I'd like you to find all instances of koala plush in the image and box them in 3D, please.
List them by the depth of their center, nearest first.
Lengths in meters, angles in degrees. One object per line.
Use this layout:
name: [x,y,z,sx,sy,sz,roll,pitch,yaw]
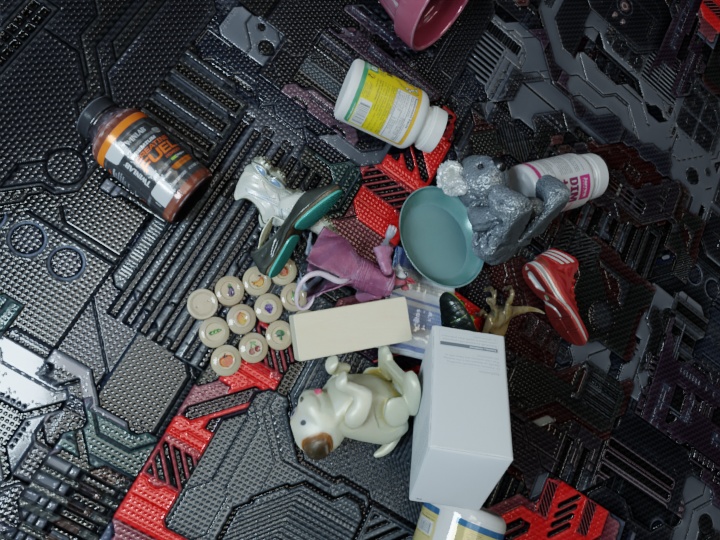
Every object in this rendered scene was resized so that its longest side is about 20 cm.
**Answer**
koala plush: [0.242,-0.136,0.973,0.175,0.185,0.201,-17,59,-33]

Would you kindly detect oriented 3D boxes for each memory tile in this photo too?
memory tile: [-0.179,0.074,0.883,0.197,0.017,0.156,-23,89,-20]

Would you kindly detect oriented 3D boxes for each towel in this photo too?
towel: [0.112,0.066,0.982,0.144,0.024,0.204,16,77,-17]

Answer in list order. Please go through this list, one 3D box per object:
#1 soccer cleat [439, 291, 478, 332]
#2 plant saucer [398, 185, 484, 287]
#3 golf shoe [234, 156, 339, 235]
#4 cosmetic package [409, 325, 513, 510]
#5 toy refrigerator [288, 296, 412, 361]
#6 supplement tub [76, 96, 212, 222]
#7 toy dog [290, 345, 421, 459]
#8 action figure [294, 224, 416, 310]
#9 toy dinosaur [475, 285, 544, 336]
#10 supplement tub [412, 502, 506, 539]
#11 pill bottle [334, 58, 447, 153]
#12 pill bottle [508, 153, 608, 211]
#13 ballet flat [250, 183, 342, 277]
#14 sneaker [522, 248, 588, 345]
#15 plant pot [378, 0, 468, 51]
soccer cleat: [0.177,0.140,0.956,0.080,0.067,0.204,-26,104,-26]
plant saucer: [0.151,-0.061,0.993,0.196,0.036,0.204,9,69,-25]
golf shoe: [-0.130,-0.104,0.911,0.199,0.078,0.098,39,97,-10]
cosmetic package: [0.151,0.234,0.818,0.120,0.201,0.203,9,48,3]
toy refrigerator: [-0.018,0.098,0.889,0.196,0.070,0.078,-9,86,-16]
supplement tub: [-0.340,-0.177,0.818,0.199,0.107,0.108,40,72,-9]
toy dog: [-0.022,0.232,0.866,0.196,0.140,0.197,-10,121,-22]
action figure: [0.000,0.000,0.869,0.196,0.150,0.136,15,117,-3]
toy dinosaur: [0.280,0.083,1.031,0.198,0.058,0.103,-24,107,-33]
supplement tub: [0.149,0.488,0.865,0.143,0.144,0.203,25,75,-13]
pill bottle: [0.059,-0.299,0.971,0.197,0.113,0.115,21,76,-14]
pill bottle: [0.403,-0.177,1.070,0.196,0.113,0.116,-16,87,-20]
ballet flat: [-0.115,-0.079,0.849,0.068,0.068,0.200,44,104,12]
sneaker: [0.430,0.044,1.067,0.115,0.078,0.202,-34,95,-19]
plant pot: [0.104,-0.564,0.998,0.179,0.201,0.200,44,70,9]
